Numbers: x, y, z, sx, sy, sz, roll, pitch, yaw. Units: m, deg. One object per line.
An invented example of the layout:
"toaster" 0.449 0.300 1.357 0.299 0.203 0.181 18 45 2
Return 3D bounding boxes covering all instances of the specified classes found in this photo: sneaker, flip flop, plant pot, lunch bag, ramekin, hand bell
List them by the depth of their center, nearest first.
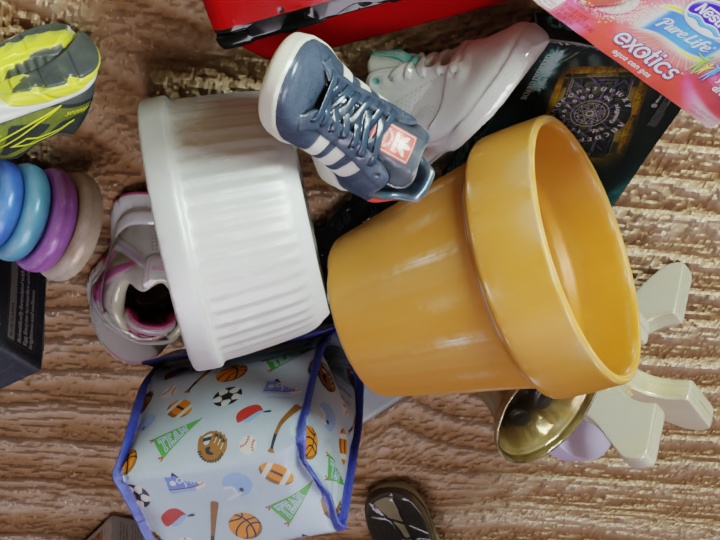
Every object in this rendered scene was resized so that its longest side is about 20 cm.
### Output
"sneaker" -0.001 -0.098 1.508 0.084 0.075 0.200 23 174 24
"sneaker" -0.273 -0.102 1.554 0.199 0.075 0.085 -16 146 -12
"sneaker" 0.048 -0.130 1.583 0.089 0.075 0.200 46 136 -6
"ramekin" -0.088 -0.035 1.606 0.105 0.201 0.200 -13 146 0
"plant pot" 0.083 0.010 1.629 0.183 0.201 0.200 -18 144 21
"hand bell" 0.084 0.053 1.770 0.104 0.200 0.104 -27 138 -27
"sneaker" 0.000 0.000 1.776 0.087 0.076 0.200 19 140 -39
"sneaker" -0.176 0.025 1.778 0.081 0.088 0.200 2 146 -9
"lunch bag" -0.091 0.119 1.787 0.169 0.200 0.124 -10 122 17
"flip flop" 0.046 0.271 2.203 0.081 0.058 0.200 -5 131 10

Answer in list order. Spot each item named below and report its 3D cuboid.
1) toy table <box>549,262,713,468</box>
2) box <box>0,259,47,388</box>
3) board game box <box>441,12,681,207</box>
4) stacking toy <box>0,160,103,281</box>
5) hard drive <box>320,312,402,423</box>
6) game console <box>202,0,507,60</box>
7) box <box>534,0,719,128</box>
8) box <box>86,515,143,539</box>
"toy table" 0.205 0.080 1.841 0.117 0.184 0.200 -5 156 33
"box" -0.382 0.025 1.735 0.196 0.118 0.200 -25 140 28
"board game box" 0.155 -0.110 1.663 0.135 0.028 0.200 9 144 -16
"stacking toy" -0.292 -0.056 1.640 0.200 0.086 0.085 17 141 -34
"hard drive" -0.012 0.076 1.920 0.139 0.033 0.200 23 137 -34
"game console" -0.004 -0.221 1.493 0.199 0.119 0.173 -14 114 14
"box" 0.205 -0.194 1.480 0.095 0.103 0.200 -30 137 33
"box" -0.247 0.342 2.223 0.101 0.113 0.200 16 142 -27
